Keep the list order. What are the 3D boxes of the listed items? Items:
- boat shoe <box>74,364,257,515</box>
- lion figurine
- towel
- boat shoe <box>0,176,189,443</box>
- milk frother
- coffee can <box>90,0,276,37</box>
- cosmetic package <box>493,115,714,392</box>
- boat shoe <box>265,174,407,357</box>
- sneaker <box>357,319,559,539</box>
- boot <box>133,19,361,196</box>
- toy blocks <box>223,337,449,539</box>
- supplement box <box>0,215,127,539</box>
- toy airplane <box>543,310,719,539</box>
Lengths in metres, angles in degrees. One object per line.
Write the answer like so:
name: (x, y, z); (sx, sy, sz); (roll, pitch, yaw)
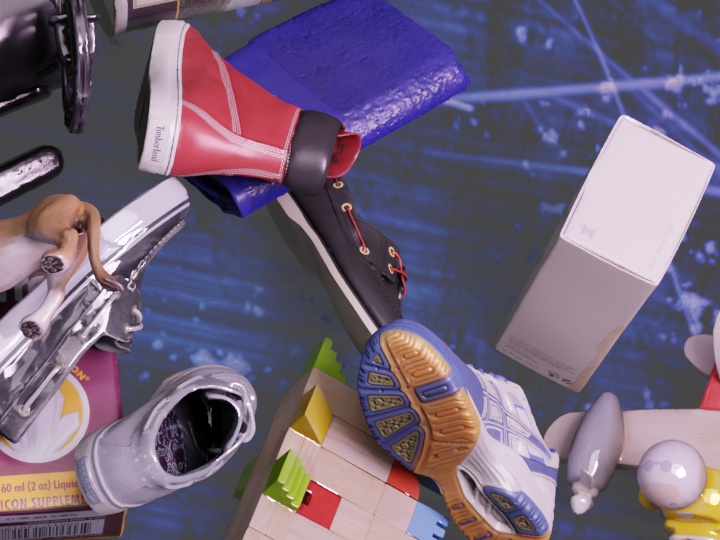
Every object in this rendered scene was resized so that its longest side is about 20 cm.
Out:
boat shoe: (-0.103, 0.103, 1.394); (0.071, 0.201, 0.070); (-17, 96, 26)
lion figurine: (-0.221, -0.011, 1.342); (0.199, 0.073, 0.123); (-5, 35, 18)
towel: (-0.040, -0.115, 1.535); (0.200, 0.050, 0.148); (-31, 45, -17)
boat shoe: (-0.171, 0.027, 1.382); (0.071, 0.072, 0.200); (45, 75, -3)
milk frother: (-0.276, -0.132, 1.443); (0.188, 0.200, 0.181); (-25, 79, -18)
coffee can: (-0.096, -0.256, 1.550); (0.199, 0.146, 0.147); (-13, 71, -14)
cosmetic package: (0.159, -0.007, 1.470); (0.073, 0.200, 0.104); (28, 67, 2)
boat shoe: (0.000, -0.002, 1.482); (0.063, 0.074, 0.202); (-24, 51, -10)
sneaker: (0.065, 0.094, 1.424); (0.075, 0.200, 0.088); (-12, 38, 30)
boot: (-0.075, -0.105, 1.460); (0.144, 0.073, 0.200); (9, 24, -11)
toy blocks: (-0.007, 0.164, 1.438); (0.136, 0.100, 0.200); (30, 56, -11)
supplement box: (-0.214, 0.072, 1.432); (0.110, 0.086, 0.201); (-3, 69, -11)
toy airplane: (0.231, 0.123, 1.436); (0.141, 0.200, 0.199); (11, 39, -52)
